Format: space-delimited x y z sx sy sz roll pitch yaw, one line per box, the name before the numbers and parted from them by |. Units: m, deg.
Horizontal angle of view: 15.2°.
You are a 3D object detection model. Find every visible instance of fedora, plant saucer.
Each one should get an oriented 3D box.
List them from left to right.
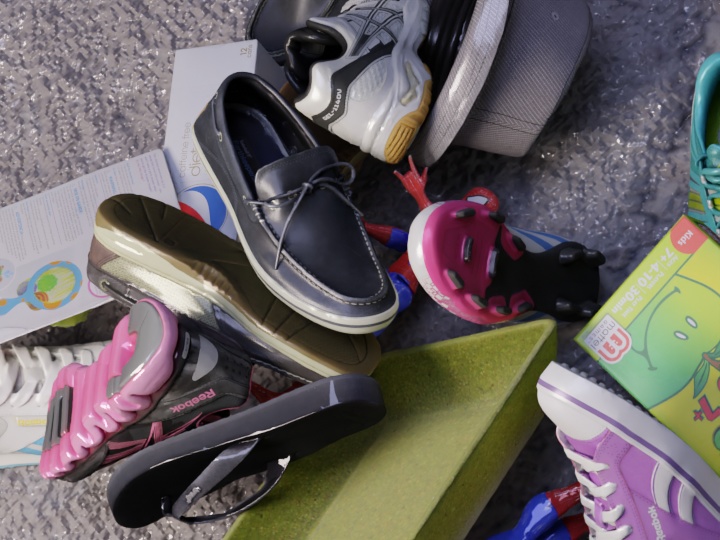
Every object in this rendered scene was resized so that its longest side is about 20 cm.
plant saucer | 0.020 0.125 1.617 0.200 0.048 0.200 -14 32 49
fedora | 0.091 -0.147 1.743 0.090 0.177 0.200 19 33 -13

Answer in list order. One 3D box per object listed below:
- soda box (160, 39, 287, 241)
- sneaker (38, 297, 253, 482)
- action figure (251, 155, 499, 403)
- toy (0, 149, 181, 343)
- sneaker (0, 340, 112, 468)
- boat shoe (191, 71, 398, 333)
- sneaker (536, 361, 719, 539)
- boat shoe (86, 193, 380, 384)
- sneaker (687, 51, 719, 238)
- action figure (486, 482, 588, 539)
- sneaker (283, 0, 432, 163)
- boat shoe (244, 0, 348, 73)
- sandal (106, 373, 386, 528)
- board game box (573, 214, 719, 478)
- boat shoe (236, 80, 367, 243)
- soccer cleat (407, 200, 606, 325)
soda box | -0.093 -0.049 1.793 0.064 0.068 0.200 -6 63 21
sneaker | -0.132 0.087 1.665 0.200 0.095 0.079 -36 44 53
action figure | 0.000 0.000 1.713 0.200 0.099 0.065 -41 21 -10
toy | -0.207 0.004 1.757 0.200 0.047 0.115 -18 49 -2
sneaker | -0.213 0.083 1.767 0.200 0.081 0.077 -13 60 12
boat shoe | -0.040 -0.043 1.654 0.075 0.062 0.200 -16 56 -29
sneaker | 0.150 0.146 1.541 0.114 0.200 0.073 -49 24 -6
boat shoe | -0.081 0.024 1.668 0.201 0.066 0.072 30 36 11
sneaker | 0.228 -0.042 1.666 0.077 0.080 0.200 -9 63 16
action figure | 0.077 0.200 1.600 0.200 0.065 0.099 -25 50 7
sneaker | -0.006 -0.144 1.735 0.200 0.088 0.076 -99 33 -64
boat shoe | -0.019 -0.226 1.857 0.072 0.068 0.200 31 80 28
sandal | -0.074 0.118 1.639 0.200 0.076 0.043 -26 64 27
board game box | 0.234 0.071 1.588 0.200 0.048 0.102 44 100 18
boat shoe | -0.040 -0.064 1.767 0.071 0.065 0.200 26 44 3
soccer cleat | 0.070 0.002 1.642 0.086 0.200 0.070 1 82 35
